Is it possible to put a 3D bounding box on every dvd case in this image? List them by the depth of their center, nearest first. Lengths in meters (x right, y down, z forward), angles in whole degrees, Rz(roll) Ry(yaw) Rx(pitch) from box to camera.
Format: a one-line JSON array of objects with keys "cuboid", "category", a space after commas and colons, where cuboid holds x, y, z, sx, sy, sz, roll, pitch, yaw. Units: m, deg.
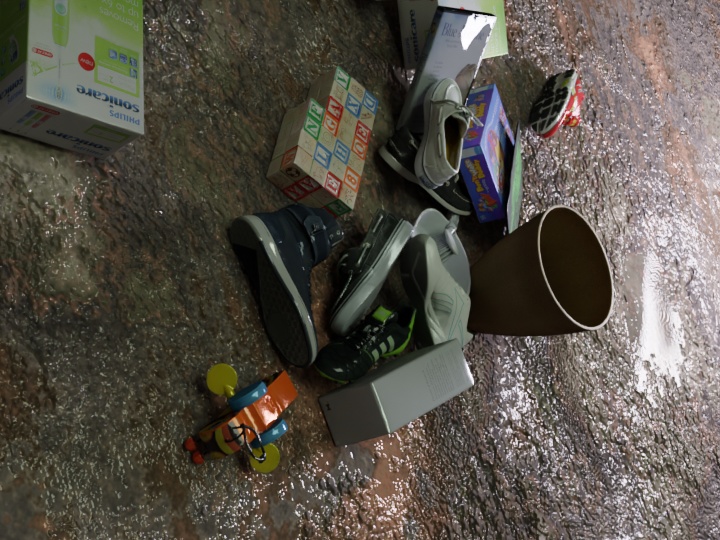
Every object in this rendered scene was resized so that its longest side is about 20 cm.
[{"cuboid": [0.134, -0.306, 1.697, 0.142, 0.017, 0.202, -8, 124, -48], "category": "dvd case"}]

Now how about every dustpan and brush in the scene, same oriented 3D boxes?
[{"cuboid": [0.129, -0.050, 1.648, 0.140, 0.057, 0.200, 55, 13, -17], "category": "dustpan and brush"}]

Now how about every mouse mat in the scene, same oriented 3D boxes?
[{"cuboid": [0.252, -0.121, 1.784, 0.162, 0.007, 0.202, 76, 20, -49], "category": "mouse mat"}]

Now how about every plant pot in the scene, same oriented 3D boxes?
[{"cuboid": [0.245, 0.021, 1.640, 0.185, 0.199, 0.189, 20, 60, -40], "category": "plant pot"}]

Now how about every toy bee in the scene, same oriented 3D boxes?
[{"cuboid": [-0.146, 0.171, 1.246, 0.132, 0.108, 0.200, 68, 15, 13], "category": "toy bee"}]

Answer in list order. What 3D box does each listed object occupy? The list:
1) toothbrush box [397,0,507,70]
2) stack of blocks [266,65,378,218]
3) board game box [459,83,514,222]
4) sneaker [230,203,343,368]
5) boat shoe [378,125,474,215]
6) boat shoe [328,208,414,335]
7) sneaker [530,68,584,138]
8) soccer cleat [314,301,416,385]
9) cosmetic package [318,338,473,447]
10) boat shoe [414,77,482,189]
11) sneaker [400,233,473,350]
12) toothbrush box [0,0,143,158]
[{"cuboid": [0.151, -0.413, 1.785, 0.199, 0.085, 0.148, -20, 108, -48], "category": "toothbrush box"}, {"cuboid": [-0.050, -0.184, 1.516, 0.115, 0.058, 0.202, 37, 50, -31], "category": "stack of blocks"}, {"cuboid": [0.203, -0.190, 1.746, 0.201, 0.044, 0.136, -70, 143, -52], "category": "board game box"}, {"cuboid": [-0.068, 0.011, 1.400, 0.145, 0.076, 0.205, -19, 87, -47], "category": "sneaker"}, {"cuboid": [0.114, -0.152, 1.666, 0.199, 0.060, 0.074, 32, 21, -31], "category": "boat shoe"}, {"cuboid": [0.000, 0.000, 1.491, 0.070, 0.072, 0.201, 30, 57, 5], "category": "boat shoe"}, {"cuboid": [0.375, -0.296, 2.016, 0.085, 0.076, 0.201, 55, 42, -22], "category": "sneaker"}, {"cuboid": [0.007, 0.089, 1.432, 0.067, 0.082, 0.199, 31, 26, 22], "category": "soccer cleat"}, {"cuboid": [0.051, 0.159, 1.446, 0.199, 0.101, 0.072, -20, 89, -48], "category": "cosmetic package"}, {"cuboid": [0.136, -0.215, 1.607, 0.074, 0.086, 0.204, 41, 47, -29], "category": "boat shoe"}, {"cuboid": [0.109, 0.033, 1.536, 0.080, 0.070, 0.203, -24, 122, -22], "category": "sneaker"}, {"cuboid": [-0.323, -0.246, 1.216, 0.145, 0.085, 0.203, 15, 64, -43], "category": "toothbrush box"}]
